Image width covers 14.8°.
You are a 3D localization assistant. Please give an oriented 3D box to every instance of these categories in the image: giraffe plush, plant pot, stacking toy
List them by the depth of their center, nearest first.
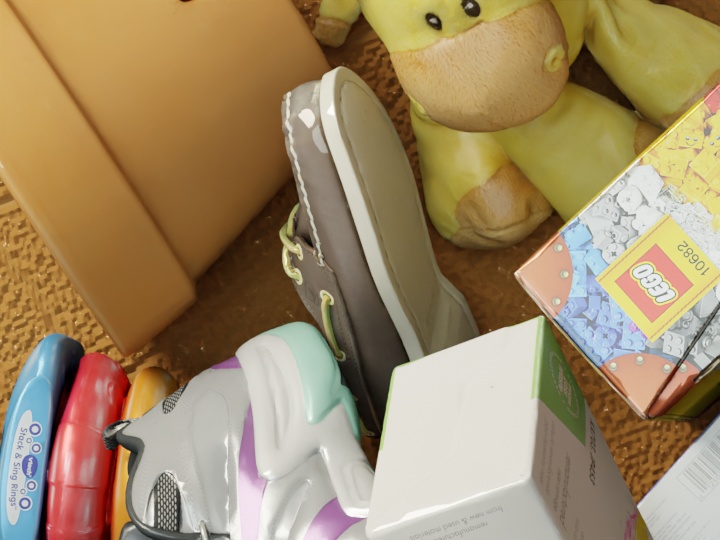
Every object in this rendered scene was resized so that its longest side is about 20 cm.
[{"bbox_3d":[0.055,-0.111,1.153,0.172,0.162,0.200,-42,80,7],"label":"giraffe plush"},{"bbox_3d":[-0.099,-0.083,1.178,0.140,0.200,0.201,-33,80,-4],"label":"plant pot"},{"bbox_3d":[-0.054,0.097,1.207,0.199,0.110,0.117,8,88,1],"label":"stacking toy"}]

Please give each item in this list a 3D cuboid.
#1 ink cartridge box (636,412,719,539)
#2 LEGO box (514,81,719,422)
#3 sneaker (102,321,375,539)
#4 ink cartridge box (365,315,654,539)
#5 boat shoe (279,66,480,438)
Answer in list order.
[{"bbox_3d":[0.128,0.117,1.160,0.044,0.094,0.200,43,95,10],"label":"ink cartridge box"},{"bbox_3d":[0.152,-0.015,1.109,0.149,0.200,0.077,-43,80,6],"label":"LEGO box"},{"bbox_3d":[-0.042,0.122,1.102,0.139,0.078,0.200,-25,47,-9],"label":"sneaker"},{"bbox_3d":[0.077,0.134,1.030,0.067,0.117,0.201,-20,115,17],"label":"ink cartridge box"},{"bbox_3d":[0.000,0.000,1.161,0.059,0.200,0.072,-6,45,19],"label":"boat shoe"}]
